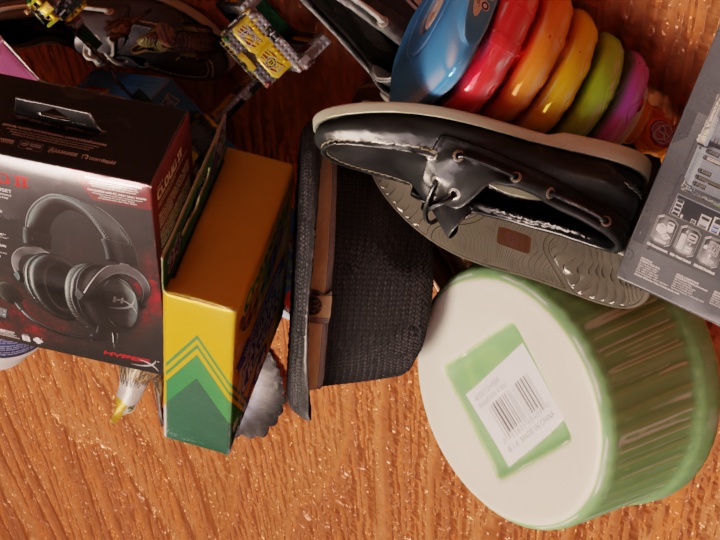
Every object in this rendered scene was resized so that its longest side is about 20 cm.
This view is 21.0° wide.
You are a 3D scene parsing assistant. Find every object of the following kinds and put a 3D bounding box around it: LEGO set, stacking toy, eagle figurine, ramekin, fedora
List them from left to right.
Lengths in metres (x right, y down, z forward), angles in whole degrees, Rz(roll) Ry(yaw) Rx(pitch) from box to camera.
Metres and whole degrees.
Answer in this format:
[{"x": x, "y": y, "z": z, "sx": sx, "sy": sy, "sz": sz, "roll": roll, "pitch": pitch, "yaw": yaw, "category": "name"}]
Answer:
[{"x": -0.175, "y": 0.073, "z": 1.718, "sx": 0.200, "sy": 0.151, "sz": 0.152, "roll": 24, "pitch": -146, "yaw": -55, "category": "eagle figurine"}, {"x": -0.116, "y": -0.159, "z": 1.246, "sx": 0.200, "sy": 0.154, "sz": 0.116, "roll": 55, "pitch": 173, "yaw": -15, "category": "LEGO set"}, {"x": 0.000, "y": 0.000, "z": 1.284, "sx": 0.091, "sy": 0.201, "sz": 0.201, "roll": 3, "pitch": 149, "yaw": -3, "category": "fedora"}, {"x": 0.129, "y": 0.072, "z": 1.278, "sx": 0.200, "sy": 0.097, "sz": 0.201, "roll": 24, "pitch": 123, "yaw": 43, "category": "ramekin"}, {"x": 0.128, "y": -0.107, "z": 1.156, "sx": 0.199, "sy": 0.116, "sz": 0.110, "roll": 28, "pitch": 155, "yaw": -13, "category": "stacking toy"}]

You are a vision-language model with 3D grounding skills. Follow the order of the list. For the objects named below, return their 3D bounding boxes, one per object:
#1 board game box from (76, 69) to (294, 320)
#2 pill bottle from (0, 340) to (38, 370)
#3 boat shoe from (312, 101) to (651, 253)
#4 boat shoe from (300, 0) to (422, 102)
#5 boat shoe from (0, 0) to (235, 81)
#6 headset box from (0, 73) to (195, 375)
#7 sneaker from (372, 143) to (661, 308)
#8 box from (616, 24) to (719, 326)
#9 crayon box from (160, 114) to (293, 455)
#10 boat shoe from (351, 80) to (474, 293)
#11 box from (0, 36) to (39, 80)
[{"x": -0.124, "y": -0.058, "z": 1.445, "sx": 0.196, "sy": 0.056, "sz": 0.200, "roll": 47, "pitch": 169, "yaw": -22, "category": "board game box"}, {"x": -0.325, "y": 0.016, "z": 1.764, "sx": 0.111, "sy": 0.111, "sz": 0.200, "roll": 33, "pitch": 151, "yaw": 1, "category": "pill bottle"}, {"x": 0.067, "y": -0.049, "z": 1.127, "sx": 0.198, "sy": 0.066, "sz": 0.075, "roll": 11, "pitch": 165, "yaw": -6, "category": "boat shoe"}, {"x": 0.035, "y": -0.129, "z": 1.229, "sx": 0.073, "sy": 0.068, "sz": 0.199, "roll": -7, "pitch": 132, "yaw": 50, "category": "boat shoe"}, {"x": -0.184, "y": -0.165, "z": 1.401, "sx": 0.199, "sy": 0.063, "sz": 0.073, "roll": 19, "pitch": 145, "yaw": 22, "category": "boat shoe"}, {"x": -0.186, "y": -0.036, "z": 1.264, "sx": 0.148, "sy": 0.077, "sz": 0.200, "roll": 12, "pitch": 138, "yaw": 10, "category": "headset box"}, {"x": 0.109, "y": -0.056, "z": 1.221, "sx": 0.199, "sy": 0.106, "sz": 0.075, "roll": 26, "pitch": 142, "yaw": 12, "category": "sneaker"}, {"x": 0.263, "y": -0.029, "z": 1.080, "sx": 0.199, "sy": 0.051, "sz": 0.158, "roll": 25, "pitch": 109, "yaw": 14, "category": "box"}, {"x": -0.087, "y": 0.013, "z": 1.272, "sx": 0.051, "sy": 0.126, "sz": 0.200, "roll": 15, "pitch": 143, "yaw": 7, "category": "crayon box"}, {"x": 0.051, "y": -0.044, "z": 1.342, "sx": 0.072, "sy": 0.068, "sz": 0.200, "roll": 2, "pitch": 138, "yaw": 44, "category": "boat shoe"}, {"x": -0.264, "y": -0.080, "z": 1.456, "sx": 0.176, "sy": 0.097, "sz": 0.200, "roll": 48, "pitch": 169, "yaw": -15, "category": "box"}]
